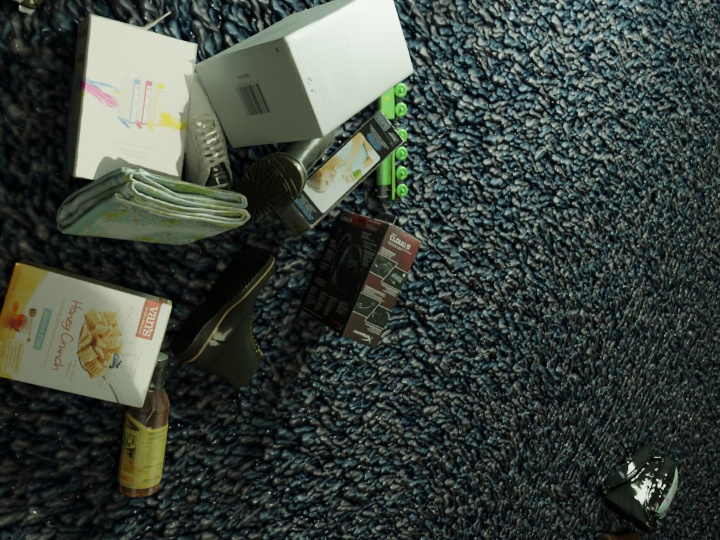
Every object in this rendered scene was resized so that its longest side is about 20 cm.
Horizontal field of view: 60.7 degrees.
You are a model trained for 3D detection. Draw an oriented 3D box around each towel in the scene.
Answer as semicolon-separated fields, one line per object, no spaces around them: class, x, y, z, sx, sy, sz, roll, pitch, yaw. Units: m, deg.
towel;-0.254;-0.068;0.755;0.169;0.197;0.050;10;76;-45

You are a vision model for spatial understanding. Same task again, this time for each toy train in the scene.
toy train;0.048;-0.215;1.030;0.055;0.042;0.206;-8;107;-21

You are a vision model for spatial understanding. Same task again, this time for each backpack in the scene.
backpack;0.767;0.584;1.662;0.200;0.165;0.128;-46;142;-18

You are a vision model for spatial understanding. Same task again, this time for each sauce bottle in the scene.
sauce bottle;-0.310;0.220;0.889;0.065;0.065;0.206;4;98;-34

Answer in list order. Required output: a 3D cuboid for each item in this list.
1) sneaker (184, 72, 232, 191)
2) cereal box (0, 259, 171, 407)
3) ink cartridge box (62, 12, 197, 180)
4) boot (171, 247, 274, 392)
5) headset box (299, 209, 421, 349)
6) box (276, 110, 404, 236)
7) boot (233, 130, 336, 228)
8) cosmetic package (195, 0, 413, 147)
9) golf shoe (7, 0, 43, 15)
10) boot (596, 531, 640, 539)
sneaker;-0.209;-0.166;0.845;0.075;0.080;0.205;-17;110;-27
cereal box;-0.361;0.085;0.803;0.196;0.039;0.148;17;92;-19
ink cartridge box;-0.283;-0.212;0.753;0.123;0.128;0.206;4;100;-32
boot;-0.174;0.079;0.944;0.200;0.077;0.138;-46;127;0
headset box;0.000;0.000;0.986;0.076;0.148;0.204;26;87;-35
box;-0.036;-0.144;0.936;0.200;0.116;0.060;-45;100;-16
boot;-0.085;-0.152;0.840;0.200;0.180;0.073;-45;108;-39
cosmetic package;-0.072;-0.266;0.813;0.200;0.196;0.125;-44;123;-33
golf shoe;-0.372;-0.348;0.703;0.196;0.078;0.096;-22;131;-25
boot;0.714;0.830;1.739;0.197;0.064;0.191;18;94;-40
